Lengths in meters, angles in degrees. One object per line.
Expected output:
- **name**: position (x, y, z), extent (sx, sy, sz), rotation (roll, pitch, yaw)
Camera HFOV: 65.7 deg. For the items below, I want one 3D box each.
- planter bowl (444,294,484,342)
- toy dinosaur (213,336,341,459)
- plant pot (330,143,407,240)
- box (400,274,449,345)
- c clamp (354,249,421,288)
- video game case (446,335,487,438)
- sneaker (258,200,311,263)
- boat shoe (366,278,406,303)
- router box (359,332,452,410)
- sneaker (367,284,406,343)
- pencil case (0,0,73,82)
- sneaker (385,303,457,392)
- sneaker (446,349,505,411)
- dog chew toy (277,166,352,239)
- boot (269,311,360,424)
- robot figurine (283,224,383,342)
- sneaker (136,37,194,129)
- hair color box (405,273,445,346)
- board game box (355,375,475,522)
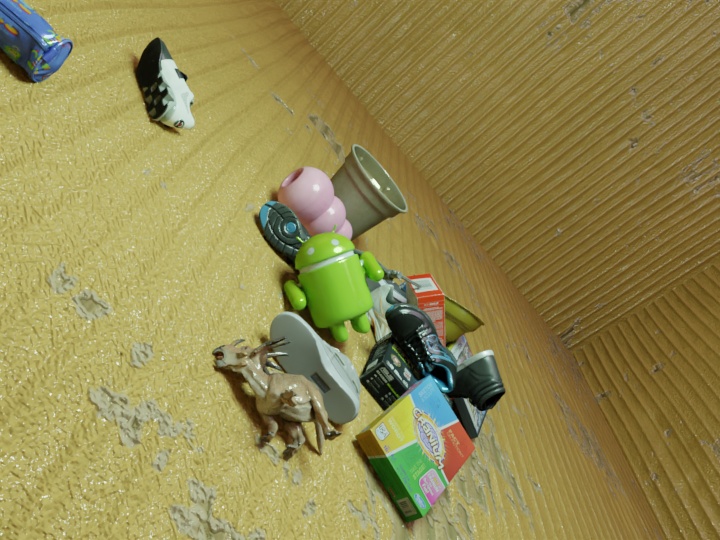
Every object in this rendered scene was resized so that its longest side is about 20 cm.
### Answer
- **planter bowl**: position (0.186, 0.112, 1.317), extent (0.199, 0.084, 0.200), rotation (31, -6, 3)
- **toy dinosaur**: position (-0.095, 0.164, 0.749), extent (0.200, 0.085, 0.136), rotation (46, 12, -34)
- **plant pot**: position (-0.018, -0.164, 1.335), extent (0.200, 0.183, 0.201), rotation (44, 21, -22)
- **box**: position (0.171, 0.113, 1.457), extent (0.064, 0.070, 0.201), rotation (30, 30, -54)
- **c clamp**: position (0.000, 0.000, 1.146), extent (0.170, 0.198, 0.027), rotation (35, 68, -42)
- **video game case**: position (0.253, 0.267, 1.338), extent (0.202, 0.025, 0.180), rotation (68, 25, -4)
- **sneaker**: position (-0.125, -0.048, 1.094), extent (0.200, 0.073, 0.082), rotation (50, -7, -2)
- **boat shoe**: position (0.041, 0.034, 1.274), extent (0.200, 0.068, 0.057), rotation (41, 35, -18)
- **router box**: position (0.094, 0.233, 1.080), extent (0.201, 0.062, 0.150), rotation (51, 18, -5)
- **sneaker**: position (0.075, 0.119, 1.193), extent (0.075, 0.092, 0.201), rotation (11, 45, -61)
- **pencil case**: position (-0.487, -0.348, 0.739), extent (0.200, 0.078, 0.087), rotation (43, -8, -23)
- **sneaker**: position (0.123, 0.147, 1.070), extent (0.200, 0.073, 0.082), rotation (47, 20, -14)
- **sneaker**: position (0.216, 0.254, 1.148), extent (0.070, 0.200, 0.100), rotation (3, 54, -38)
- **dog chew toy**: position (-0.089, -0.125, 1.215), extent (0.201, 0.124, 0.125), rotation (52, 17, -27)
- **boot**: position (-0.068, 0.142, 0.881), extent (0.201, 0.073, 0.096), rotation (58, 12, -10)
- **robot figurine**: position (-0.048, 0.024, 1.001), extent (0.116, 0.173, 0.203), rotation (172, -101, -79)
- **sneaker**: position (-0.359, -0.343, 1.045), extent (0.088, 0.074, 0.202), rotation (21, 46, -56)
- **hair color box**: position (0.140, 0.122, 1.196), extent (0.111, 0.063, 0.203), rotation (-111, -164, -66)
- **board game box**: position (0.097, 0.286, 0.927), extent (0.199, 0.040, 0.154), rotation (-26, 82, -51)
